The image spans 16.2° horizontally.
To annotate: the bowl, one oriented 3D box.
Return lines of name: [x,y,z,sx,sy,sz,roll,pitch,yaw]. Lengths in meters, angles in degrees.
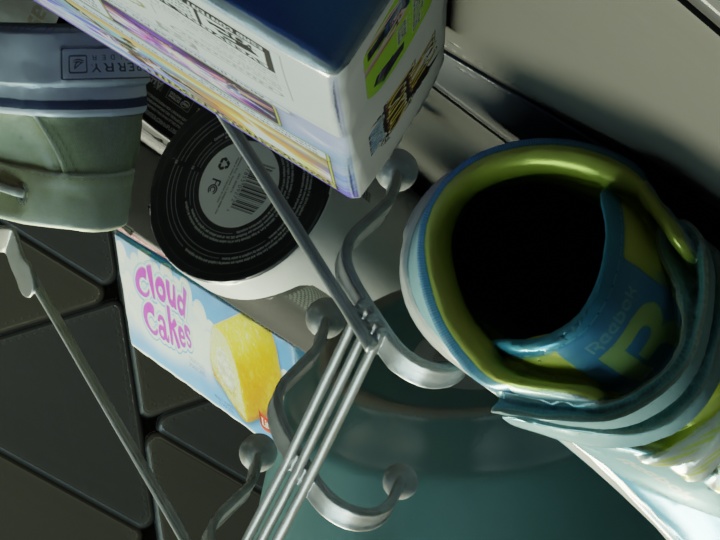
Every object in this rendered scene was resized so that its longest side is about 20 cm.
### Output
bowl: [0.048,0.070,0.886,0.201,0.201,0.105,28,134,54]

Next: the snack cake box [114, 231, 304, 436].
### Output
snack cake box: [-0.027,0.023,1.254,0.115,0.067,0.200,-17,-157,-26]

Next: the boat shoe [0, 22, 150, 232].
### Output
boat shoe: [-0.142,-0.047,0.781,0.072,0.062,0.200,-1,-174,-43]

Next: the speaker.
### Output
speaker: [0.000,0.000,1.017,0.081,0.081,0.200,30,176,33]

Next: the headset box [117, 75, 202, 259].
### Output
headset box: [-0.145,-0.085,1.140,0.200,0.077,0.149,28,175,46]

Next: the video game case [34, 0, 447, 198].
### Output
video game case: [-0.075,-0.094,0.525,0.200,0.045,0.181,32,176,4]

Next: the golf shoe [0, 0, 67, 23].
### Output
golf shoe: [-0.150,-0.110,0.873,0.094,0.078,0.200,27,-175,31]

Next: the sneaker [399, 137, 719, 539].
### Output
sneaker: [0.092,0.036,0.646,0.200,0.080,0.131,31,178,7]

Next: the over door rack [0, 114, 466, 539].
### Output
over door rack: [-0.047,0.004,0.808,0.067,0.148,0.200,-20,-122,-42]
